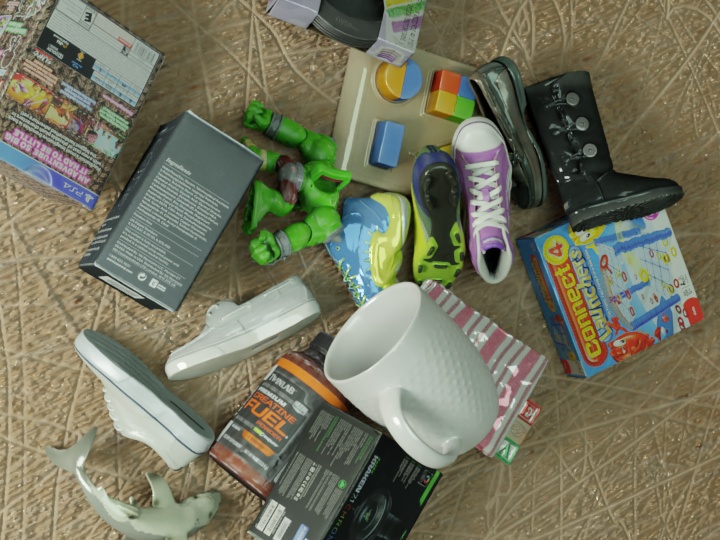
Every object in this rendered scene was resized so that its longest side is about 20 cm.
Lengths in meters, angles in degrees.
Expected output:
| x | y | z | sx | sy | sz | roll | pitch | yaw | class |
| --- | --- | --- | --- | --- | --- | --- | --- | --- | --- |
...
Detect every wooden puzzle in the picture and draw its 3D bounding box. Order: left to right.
| x | y | z | sx | sy | sz | roll | pitch | yaw | class |
| --- | --- | --- | --- | --- | --- | --- | --- | --- | --- |
| 0.071 | -0.187 | 1.594 | 0.199 | 0.046 | 0.186 | 14 | 85 | -18 | wooden puzzle |

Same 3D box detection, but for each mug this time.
| x | y | z | sx | sy | sz | roll | pitch | yaw | class |
| --- | --- | --- | --- | --- | --- | --- | --- | --- | --- |
| 0.068 | 0.139 | 1.427 | 0.148 | 0.200 | 0.175 | -36 | 114 | 24 | mug |

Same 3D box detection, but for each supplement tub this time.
| x | y | z | sx | sy | sz | roll | pitch | yaw | class |
| --- | --- | --- | --- | --- | --- | --- | --- | --- | --- |
| -0.082 | 0.170 | 1.506 | 0.107 | 0.107 | 0.200 | 41 | 77 | -14 | supplement tub |

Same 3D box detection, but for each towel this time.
| x | y | z | sx | sy | sz | roll | pitch | yaw | class |
| --- | --- | --- | --- | --- | --- | --- | --- | --- | --- |
| 0.124 | 0.120 | 1.554 | 0.200 | 0.030 | 0.147 | 34 | 80 | -16 | towel |

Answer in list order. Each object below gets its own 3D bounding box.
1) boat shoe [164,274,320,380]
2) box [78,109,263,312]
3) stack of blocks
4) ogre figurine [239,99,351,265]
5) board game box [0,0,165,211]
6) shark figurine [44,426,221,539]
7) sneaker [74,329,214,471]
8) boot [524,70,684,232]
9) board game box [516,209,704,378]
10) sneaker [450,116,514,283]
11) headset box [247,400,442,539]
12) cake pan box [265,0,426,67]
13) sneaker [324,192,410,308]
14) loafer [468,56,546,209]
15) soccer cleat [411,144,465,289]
| x | y | z | sx | sy | sz | roll | pitch | yaw | class |
| --- | --- | --- | --- | --- | --- | --- | --- | --- | --- |
| -0.147 | 0.065 | 1.509 | 0.200 | 0.072 | 0.069 | -26 | 76 | -11 | boat shoe |
| -0.218 | -0.064 | 1.440 | 0.107 | 0.148 | 0.200 | 32 | 80 | -16 | box |
| 0.115 | 0.166 | 1.597 | 0.200 | 0.059 | 0.115 | 35 | 79 | -15 | stack of blocks |
| -0.080 | -0.100 | 1.510 | 0.120 | 0.098 | 0.200 | 6 | 46 | -22 | ogre figurine |
| -0.337 | -0.193 | 1.397 | 0.159 | 0.097 | 0.200 | 32 | 77 | -43 | board game box |
| -0.271 | 0.280 | 1.459 | 0.214 | 0.089 | 0.128 | 29 | 47 | -24 | shark figurine |
| -0.262 | 0.154 | 1.464 | 0.200 | 0.073 | 0.071 | 44 | 99 | -3 | sneaker |
| 0.312 | -0.163 | 1.638 | 0.164 | 0.066 | 0.201 | -12 | 71 | -17 | boot |
| 0.331 | 0.012 | 1.675 | 0.195 | 0.056 | 0.200 | -24 | 97 | -18 | board game box |
| 0.158 | -0.081 | 1.550 | 0.072 | 0.114 | 0.201 | -10 | 116 | 1 | sneaker |
| -0.011 | 0.272 | 1.487 | 0.174 | 0.093 | 0.200 | -59 | 147 | -8 | headset box |
| -0.006 | -0.363 | 1.545 | 0.184 | 0.052 | 0.201 | 20 | 68 | -15 | cake pan box |
| 0.000 | 0.000 | 1.565 | 0.105 | 0.076 | 0.201 | 8 | 87 | 0 | sneaker |
| 0.180 | -0.167 | 1.607 | 0.063 | 0.072 | 0.201 | -25 | 108 | -28 | loafer |
| 0.093 | -0.062 | 1.569 | 0.064 | 0.084 | 0.201 | -5 | 126 | -5 | soccer cleat |
